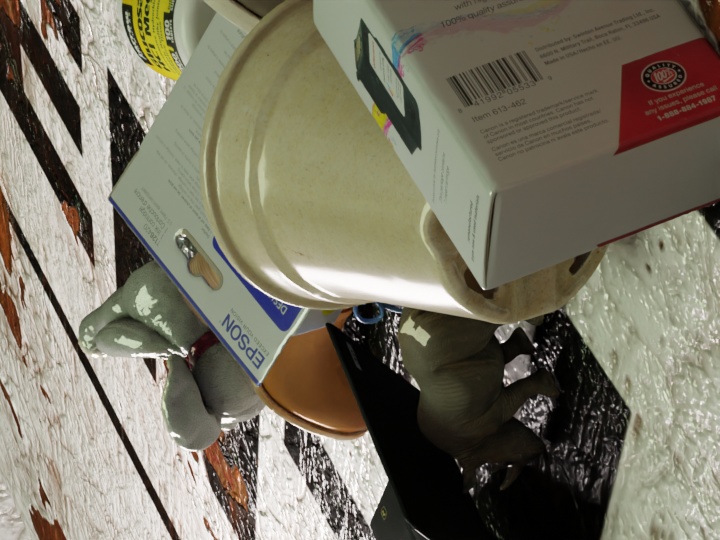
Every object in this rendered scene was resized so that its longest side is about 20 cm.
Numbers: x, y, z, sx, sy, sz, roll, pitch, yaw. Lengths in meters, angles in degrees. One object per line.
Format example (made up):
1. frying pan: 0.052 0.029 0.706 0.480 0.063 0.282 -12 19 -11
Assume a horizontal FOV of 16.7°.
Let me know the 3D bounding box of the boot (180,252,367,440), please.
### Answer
1. boot: -0.030 0.035 1.837 0.200 0.074 0.155 43 135 -14

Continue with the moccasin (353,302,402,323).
1. moccasin: 0.000 0.000 1.635 0.200 0.068 0.081 -3 101 48

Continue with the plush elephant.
1. plush elephant: -0.119 0.063 1.972 0.155 0.165 0.200 66 162 10

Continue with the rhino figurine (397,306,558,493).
1. rhino figurine: 0.074 0.073 1.544 0.200 0.087 0.060 75 168 -45

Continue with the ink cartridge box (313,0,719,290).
1. ink cartridge box: 0.082 -0.109 1.246 0.083 0.146 0.200 92 153 -53

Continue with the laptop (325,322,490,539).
1. laptop: 0.021 0.165 1.600 0.177 0.103 0.200 -113 33 -43

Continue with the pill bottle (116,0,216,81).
1. pill bottle: -0.107 -0.186 1.765 0.200 0.112 0.112 24 131 66

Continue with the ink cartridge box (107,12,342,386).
1. ink cartridge box: -0.060 -0.063 1.608 0.198 0.047 0.200 50 123 31

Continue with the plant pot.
1. plant pot: 0.041 -0.053 1.391 0.183 0.200 0.201 22 130 52

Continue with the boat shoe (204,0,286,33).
1. boat shoe: -0.011 -0.152 1.480 0.060 0.200 0.072 -44 29 27
